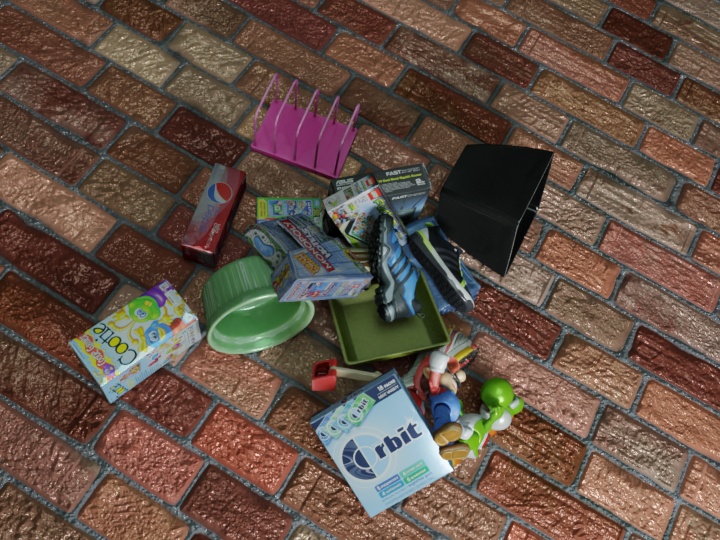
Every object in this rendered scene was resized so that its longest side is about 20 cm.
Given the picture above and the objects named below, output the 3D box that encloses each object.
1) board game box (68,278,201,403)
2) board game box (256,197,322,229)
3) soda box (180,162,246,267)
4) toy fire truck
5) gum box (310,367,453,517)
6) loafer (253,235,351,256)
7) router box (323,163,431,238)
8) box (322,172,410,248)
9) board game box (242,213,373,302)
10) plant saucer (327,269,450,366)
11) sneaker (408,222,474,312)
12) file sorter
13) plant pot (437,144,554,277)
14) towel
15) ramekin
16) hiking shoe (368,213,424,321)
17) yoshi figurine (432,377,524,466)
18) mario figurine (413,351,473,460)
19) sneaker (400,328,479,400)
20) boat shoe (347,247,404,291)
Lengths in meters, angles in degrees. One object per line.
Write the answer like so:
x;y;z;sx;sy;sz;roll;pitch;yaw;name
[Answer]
-0.400;0.126;1.357;0.200;0.105;0.103;-36;74;-23;board game box
-0.142;-0.054;1.524;0.134;0.029;0.201;0;65;-10;board game box
-0.292;-0.112;1.509;0.070;0.063;0.201;16;63;-1;soda box
0.016;0.226;1.349;0.199;0.142;0.049;-2;31;2;toy fire truck
0.037;0.297;1.300;0.169;0.045;0.201;-31;96;6;gum box
-0.109;-0.033;1.468;0.199;0.063;0.072;-7;65;-12;loafer
0.031;-0.137;1.521;0.199;0.150;0.062;-12;67;-14;router box
0.016;-0.095;1.457;0.110;0.200;0.035;-28;54;7;box
-0.104;-0.022;1.332;0.200;0.062;0.200;47;28;12;board game box
0.048;0.098;1.438;0.199;0.048;0.200;-11;45;-8;plant saucer
0.175;-0.014;1.475;0.083;0.072;0.200;-28;72;-18;sneaker
-0.114;-0.309;1.594;0.199;0.126;0.140;20;64;1;file sorter
0.265;-0.144;1.547;0.177;0.200;0.201;25;63;15;plant pot
0.150;-0.011;1.537;0.111;0.049;0.201;-24;71;-18;towel
-0.192;0.060;1.373;0.199;0.200;0.098;-15;61;-15;ramekin
0.067;-0.007;1.407;0.086;0.074;0.201;-6;92;-17;hiking shoe
0.213;0.264;1.387;0.199;0.112;0.113;-29;65;-24;yoshi figurine
0.157;0.216;1.292;0.105;0.124;0.201;11;38;-14;mario figurine
0.128;0.183;1.437;0.199;0.078;0.082;-30;60;-25;sneaker
0.000;0.000;1.453;0.199;0.076;0.074;-15;48;-11;boat shoe
